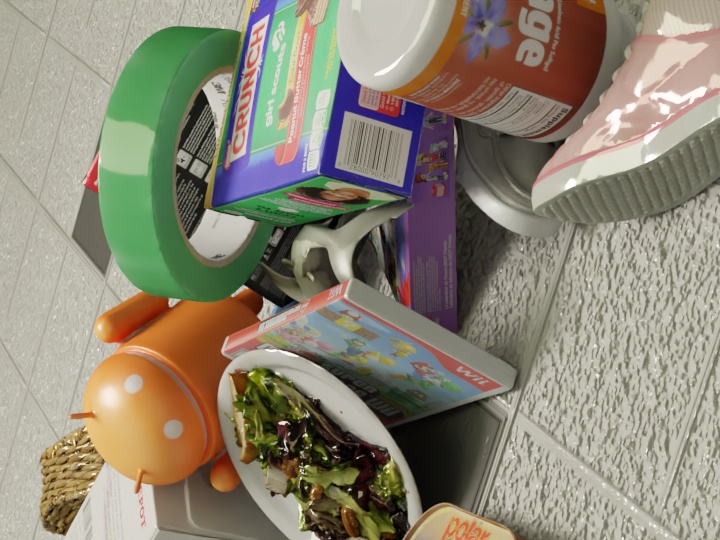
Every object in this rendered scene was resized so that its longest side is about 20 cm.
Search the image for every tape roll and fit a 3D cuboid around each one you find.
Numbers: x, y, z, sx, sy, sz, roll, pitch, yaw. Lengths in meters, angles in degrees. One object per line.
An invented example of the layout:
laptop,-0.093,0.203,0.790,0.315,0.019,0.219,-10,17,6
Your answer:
tape roll,-0.122,-0.079,1.423,0.048,0.200,0.203,6,82,26

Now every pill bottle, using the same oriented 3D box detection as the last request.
pill bottle,0.092,-0.146,1.201,0.112,0.199,0.113,-22,62,49

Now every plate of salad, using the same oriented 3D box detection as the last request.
plate of salad,-0.038,0.150,1.405,0.199,0.048,0.202,26,134,30

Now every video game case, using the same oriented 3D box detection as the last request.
video game case,0.002,0.065,1.369,0.200,0.142,0.018,-25,40,58

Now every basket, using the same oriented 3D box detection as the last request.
basket,-0.230,0.168,1.834,0.200,0.141,0.151,-33,50,57

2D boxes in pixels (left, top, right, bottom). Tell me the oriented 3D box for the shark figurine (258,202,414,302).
shark figurine,-0.011,-0.015,1.400,0.090,0.128,0.215,-46,-19,-15

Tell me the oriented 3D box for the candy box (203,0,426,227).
candy box,-0.026,-0.126,1.317,0.200,0.076,0.171,-13,65,65

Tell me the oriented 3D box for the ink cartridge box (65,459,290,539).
ink cartridge box,-0.149,0.232,1.620,0.201,0.145,0.148,-59,30,36

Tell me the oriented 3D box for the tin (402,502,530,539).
tin,0.068,0.217,1.252,0.113,0.042,0.200,-69,19,-4

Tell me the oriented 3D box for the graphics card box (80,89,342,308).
graphics card box,-0.112,-0.074,1.557,0.126,0.199,0.051,-60,-7,9

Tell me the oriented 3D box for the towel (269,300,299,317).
towel,-0.037,0.080,1.569,0.112,0.048,0.201,-64,27,28

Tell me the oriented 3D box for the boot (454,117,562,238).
boot,0.108,-0.116,1.316,0.201,0.073,0.096,-106,30,-49

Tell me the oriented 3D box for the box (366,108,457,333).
box,0.035,-0.070,1.398,0.137,0.039,0.202,-111,15,-52

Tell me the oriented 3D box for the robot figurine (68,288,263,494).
robot figurine,-0.139,0.094,1.518,0.116,0.200,0.145,13,126,35

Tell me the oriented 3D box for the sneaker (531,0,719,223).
sneaker,0.178,-0.102,1.154,0.200,0.075,0.106,-29,56,49
